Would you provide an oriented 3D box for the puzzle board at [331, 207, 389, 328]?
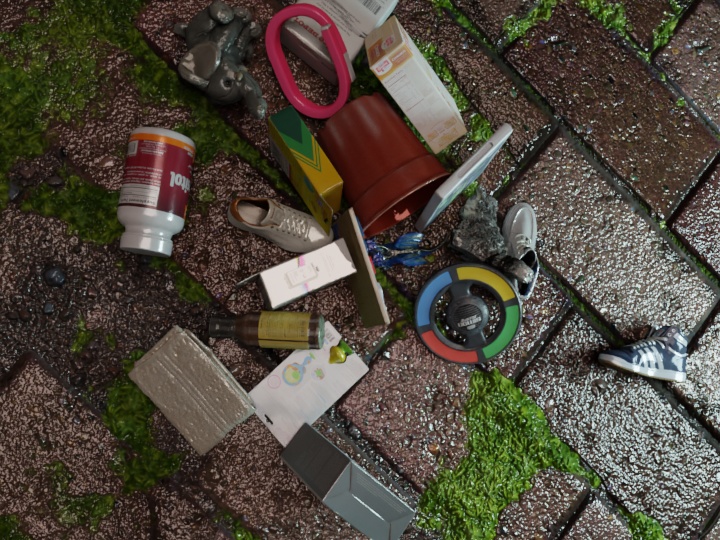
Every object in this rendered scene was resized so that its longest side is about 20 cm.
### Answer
[{"bbox_3d":[0.000,0.000,1.206,0.017,0.151,0.203,-17,87,-15],"label":"puzzle board"}]

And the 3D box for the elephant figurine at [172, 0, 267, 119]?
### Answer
[{"bbox_3d":[-0.246,-0.350,1.195,0.140,0.154,0.203,13,71,-32],"label":"elephant figurine"}]

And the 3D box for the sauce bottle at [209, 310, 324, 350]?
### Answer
[{"bbox_3d":[-0.161,0.101,1.185,0.197,0.065,0.066,4,83,6],"label":"sauce bottle"}]

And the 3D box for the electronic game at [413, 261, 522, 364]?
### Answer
[{"bbox_3d":[0.196,0.080,1.255,0.197,0.042,0.203,1,110,4],"label":"electronic game"}]

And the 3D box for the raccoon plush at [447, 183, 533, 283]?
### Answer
[{"bbox_3d":[0.259,-0.068,1.276,0.198,0.097,0.135,29,83,24],"label":"raccoon plush"}]

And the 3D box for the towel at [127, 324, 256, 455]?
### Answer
[{"bbox_3d":[-0.287,0.202,1.166,0.132,0.034,0.201,-40,93,7],"label":"towel"}]

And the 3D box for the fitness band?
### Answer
[{"bbox_3d":[-0.090,-0.369,1.222,0.038,0.142,0.202,-58,133,-49],"label":"fitness band"}]

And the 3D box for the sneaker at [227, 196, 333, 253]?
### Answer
[{"bbox_3d":[-0.139,-0.080,1.220,0.197,0.085,0.074,14,80,-13],"label":"sneaker"}]

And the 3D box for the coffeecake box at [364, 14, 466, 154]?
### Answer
[{"bbox_3d":[0.096,-0.331,1.221,0.073,0.154,0.200,-32,121,19],"label":"coffeecake box"}]

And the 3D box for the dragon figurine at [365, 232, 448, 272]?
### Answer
[{"bbox_3d":[0.086,-0.035,1.253,0.197,0.099,0.060,-7,86,-15],"label":"dragon figurine"}]

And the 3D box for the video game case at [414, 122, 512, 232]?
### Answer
[{"bbox_3d":[0.181,-0.161,1.237,0.023,0.200,0.182,45,77,5],"label":"video game case"}]

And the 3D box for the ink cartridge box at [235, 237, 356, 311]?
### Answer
[{"bbox_3d":[-0.115,0.017,1.197,0.198,0.116,0.068,-22,88,-12],"label":"ink cartridge box"}]

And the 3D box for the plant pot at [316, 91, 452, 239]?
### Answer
[{"bbox_3d":[0.031,-0.193,1.223,0.199,0.201,0.197,-30,82,-13],"label":"plant pot"}]

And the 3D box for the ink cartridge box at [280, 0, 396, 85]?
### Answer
[{"bbox_3d":[-0.041,-0.474,1.282,0.146,0.083,0.201,37,78,-6],"label":"ink cartridge box"}]

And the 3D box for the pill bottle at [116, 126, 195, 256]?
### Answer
[{"bbox_3d":[-0.349,-0.130,1.165,0.111,0.113,0.203,9,83,-11],"label":"pill bottle"}]

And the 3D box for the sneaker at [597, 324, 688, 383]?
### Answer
[{"bbox_3d":[0.559,0.152,1.349,0.197,0.070,0.110,13,86,-17],"label":"sneaker"}]

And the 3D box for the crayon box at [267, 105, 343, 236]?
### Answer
[{"bbox_3d":[-0.088,-0.170,1.198,0.050,0.127,0.201,-30,79,-14],"label":"crayon box"}]

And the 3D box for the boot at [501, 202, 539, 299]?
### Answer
[{"bbox_3d":[0.312,-0.037,1.305,0.072,0.096,0.203,11,82,-11],"label":"boot"}]

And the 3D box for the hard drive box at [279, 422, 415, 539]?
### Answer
[{"bbox_3d":[-0.026,0.348,1.120,0.156,0.199,0.077,44,77,-21],"label":"hard drive box"}]

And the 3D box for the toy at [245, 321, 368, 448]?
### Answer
[{"bbox_3d":[-0.096,0.199,1.216,0.200,0.047,0.115,-42,92,-7],"label":"toy"}]
